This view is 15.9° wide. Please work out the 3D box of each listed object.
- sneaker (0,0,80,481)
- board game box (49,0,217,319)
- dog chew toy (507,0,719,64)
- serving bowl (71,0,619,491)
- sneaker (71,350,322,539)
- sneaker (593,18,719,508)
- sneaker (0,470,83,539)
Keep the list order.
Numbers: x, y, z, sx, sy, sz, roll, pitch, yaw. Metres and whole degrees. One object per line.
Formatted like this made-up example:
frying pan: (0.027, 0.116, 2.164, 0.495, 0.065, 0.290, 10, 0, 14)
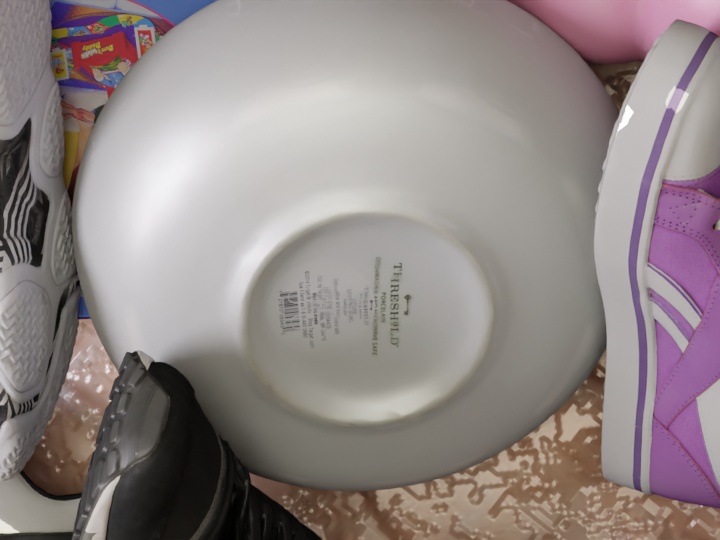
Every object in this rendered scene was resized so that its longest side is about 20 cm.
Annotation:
sneaker: (-0.163, -0.025, 0.887, 0.114, 0.075, 0.201, 4, 114, 13)
board game box: (-0.135, -0.050, 0.935, 0.199, 0.045, 0.135, -3, 109, 7)
dog chew toy: (0.101, -0.121, 0.888, 0.199, 0.125, 0.125, 18, 92, 12)
serving bowl: (0.000, 0.000, 0.879, 0.199, 0.066, 0.201, -1, 121, -2)
sneaker: (-0.046, 0.089, 0.880, 0.087, 0.200, 0.076, 12, 65, 4)
sneaker: (0.140, 0.007, 0.851, 0.114, 0.201, 0.073, 16, 51, 22)
sneaker: (-0.178, 0.075, 0.958, 0.200, 0.074, 0.080, 33, 75, 5)
